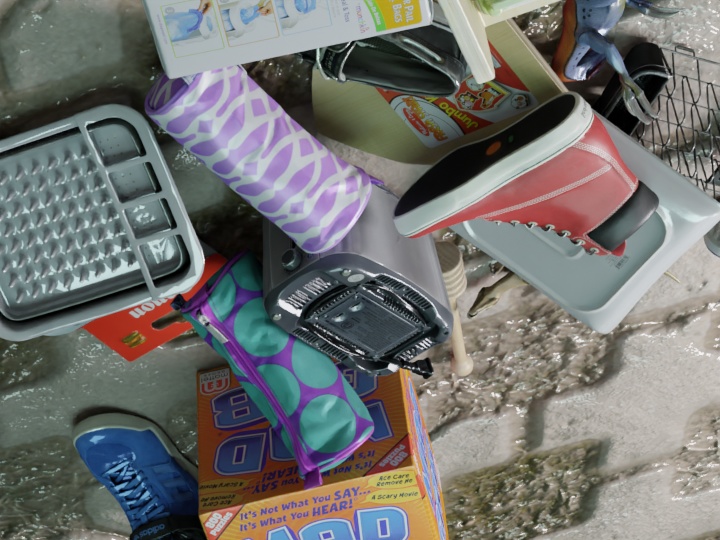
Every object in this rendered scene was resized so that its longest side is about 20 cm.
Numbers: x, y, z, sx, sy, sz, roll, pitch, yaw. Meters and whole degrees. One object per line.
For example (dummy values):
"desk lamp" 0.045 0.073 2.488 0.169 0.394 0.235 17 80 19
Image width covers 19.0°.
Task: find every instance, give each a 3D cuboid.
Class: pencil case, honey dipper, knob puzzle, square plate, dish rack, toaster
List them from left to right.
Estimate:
"dish rack" -0.240 -0.043 1.761 0.199 0.044 0.172 -17 112 10
"pencil case" -0.079 -0.100 1.698 0.200 0.086 0.084 43 164 -24
"pencil case" -0.073 0.084 1.857 0.085 0.092 0.200 -31 98 41
"toaster" 0.000 0.000 1.844 0.114 0.129 0.200 -32 137 29
"knob puzzle" 0.049 -0.156 1.729 0.219 0.031 0.220 4 140 3
"honey dipper" 0.088 0.043 2.001 0.038 0.038 0.200 -12 145 3
"square plate" 0.175 -0.048 1.815 0.198 0.028 0.200 36 137 -2
"dish rack" 0.286 -0.114 1.811 0.199 0.055 0.154 13 139 -17

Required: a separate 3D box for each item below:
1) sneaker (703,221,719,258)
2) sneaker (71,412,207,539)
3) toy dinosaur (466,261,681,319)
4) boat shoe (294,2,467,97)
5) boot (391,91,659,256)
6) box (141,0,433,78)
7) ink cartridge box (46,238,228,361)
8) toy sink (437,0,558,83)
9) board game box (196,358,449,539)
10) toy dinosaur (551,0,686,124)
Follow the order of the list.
"sneaker" 0.402 -0.012 1.969 0.200 0.073 0.114 -2 146 -10
"sneaker" -0.210 0.224 2.109 0.077 0.111 0.200 -22 141 17
"toy dinosaur" 0.189 -0.007 1.957 0.199 0.058 0.101 -11 159 3
"boat shoe" -0.012 -0.179 1.632 0.199 0.071 0.072 9 140 -2
"boot" 0.136 -0.044 1.754 0.200 0.073 0.144 -26 119 29
"box" -0.057 -0.229 1.543 0.199 0.113 0.101 -11 142 1
"ink cartridge box" -0.206 0.020 1.892 0.160 0.047 0.200 -28 137 22
"toy sink" 0.099 -0.252 1.475 0.112 0.200 0.130 -18 142 12
"board game box" -0.032 0.209 2.018 0.199 0.200 0.200 -13 126 5
"toy dinosaur" 0.188 -0.219 1.676 0.200 0.105 0.181 47 139 -7
